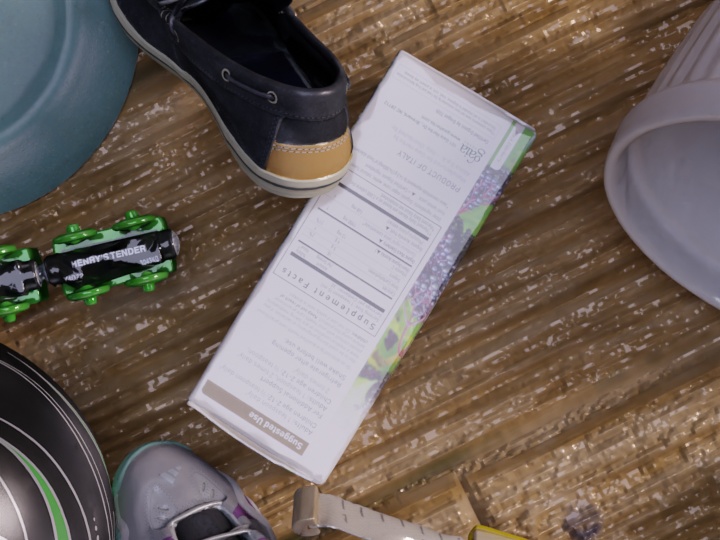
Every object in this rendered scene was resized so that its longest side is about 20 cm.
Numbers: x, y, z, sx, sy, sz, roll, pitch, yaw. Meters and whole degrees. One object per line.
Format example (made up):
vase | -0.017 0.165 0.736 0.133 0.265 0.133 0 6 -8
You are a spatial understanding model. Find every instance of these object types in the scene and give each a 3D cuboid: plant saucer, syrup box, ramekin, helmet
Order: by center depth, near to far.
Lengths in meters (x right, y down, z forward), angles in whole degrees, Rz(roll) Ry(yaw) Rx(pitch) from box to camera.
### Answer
helmet | -0.207 0.127 0.788 0.190 0.200 0.201 35 88 -26
ramekin | 0.224 -0.051 0.790 0.199 0.200 0.105 28 70 1
syrup box | 0.000 0.000 0.845 0.081 0.079 0.201 31 88 1
plant saucer | -0.214 -0.126 0.873 0.199 0.036 0.201 0 88 1

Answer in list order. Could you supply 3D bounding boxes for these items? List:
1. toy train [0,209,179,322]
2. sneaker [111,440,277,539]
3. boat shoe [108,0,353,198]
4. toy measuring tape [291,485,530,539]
toy train | -0.186 0.007 0.857 0.199 0.056 0.042 -13 92 -1
sneaker | -0.039 0.150 0.773 0.077 0.140 0.201 -27 79 -28
boat shoe | -0.063 -0.117 0.821 0.074 0.062 0.200 -15 48 -28
toy measuring tape | 0.051 0.160 0.834 0.199 0.074 0.074 19 88 -13
